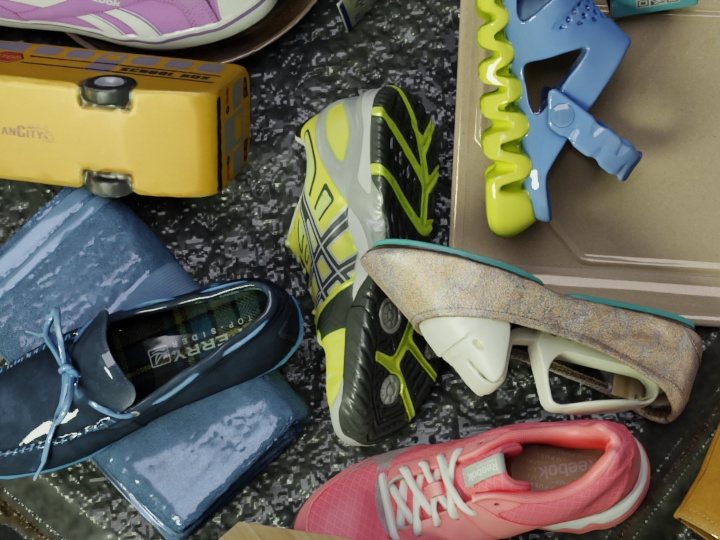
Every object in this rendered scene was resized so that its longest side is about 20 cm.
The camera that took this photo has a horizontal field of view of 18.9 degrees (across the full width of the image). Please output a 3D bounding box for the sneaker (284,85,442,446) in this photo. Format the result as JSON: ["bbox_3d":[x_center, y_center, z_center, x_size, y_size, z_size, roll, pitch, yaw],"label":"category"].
[{"bbox_3d":[0.000,0.000,1.214,0.076,0.075,0.201,-8,72,37],"label":"sneaker"}]

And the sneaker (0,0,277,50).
[{"bbox_3d":[-0.146,-0.178,1.217,0.199,0.114,0.073,0,70,5],"label":"sneaker"}]

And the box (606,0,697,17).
[{"bbox_3d":[0.144,-0.245,1.181,0.049,0.082,0.201,-8,61,3],"label":"box"}]

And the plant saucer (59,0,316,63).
[{"bbox_3d":[-0.103,-0.206,1.299,0.199,0.037,0.202,-2,73,6],"label":"plant saucer"}]

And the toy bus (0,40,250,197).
[{"bbox_3d":[-0.169,-0.089,1.234,0.199,0.078,0.065,7,115,14],"label":"toy bus"}]

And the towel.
[{"bbox_3d":[-0.127,0.048,1.213,0.112,0.049,0.200,-42,72,-7],"label":"towel"}]

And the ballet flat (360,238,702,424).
[{"bbox_3d":[0.091,0.038,1.154,0.199,0.068,0.068,15,70,-12],"label":"ballet flat"}]

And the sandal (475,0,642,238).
[{"bbox_3d":[0.103,-0.120,1.155,0.086,0.080,0.201,-4,103,5],"label":"sandal"}]

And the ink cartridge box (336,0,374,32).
[{"bbox_3d":[0.043,-0.229,1.241,0.037,0.095,0.200,37,90,4],"label":"ink cartridge box"}]

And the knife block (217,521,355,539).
[{"bbox_3d":[0.010,0.229,1.093,0.199,0.064,0.176,12,54,-21],"label":"knife block"}]

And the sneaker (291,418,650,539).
[{"bbox_3d":[0.055,0.112,1.153,0.199,0.087,0.074,-15,70,1],"label":"sneaker"}]

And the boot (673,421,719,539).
[{"bbox_3d":[0.279,0.128,1.141,0.200,0.071,0.145,28,83,17],"label":"boot"}]

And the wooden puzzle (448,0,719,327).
[{"bbox_3d":[0.144,-0.074,1.206,0.184,0.037,0.201,4,95,7],"label":"wooden puzzle"}]

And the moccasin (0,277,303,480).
[{"bbox_3d":[-0.131,0.045,1.153,0.199,0.068,0.081,-27,71,-3],"label":"moccasin"}]
